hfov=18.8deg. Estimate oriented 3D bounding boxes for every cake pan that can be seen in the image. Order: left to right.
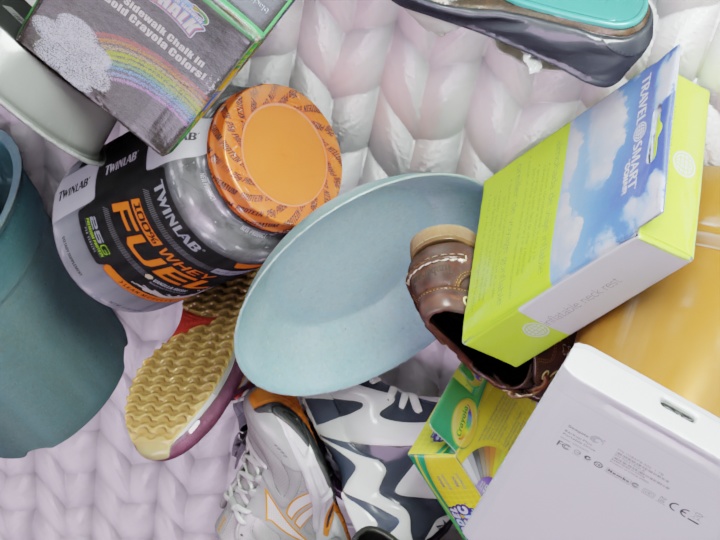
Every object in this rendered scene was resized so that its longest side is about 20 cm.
[{"bbox_3d":[-0.231,-0.149,1.419,0.200,0.037,0.200,43,-173,-6],"label":"cake pan"}]

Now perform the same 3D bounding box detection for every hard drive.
[{"bbox_3d":[0.146,0.131,1.243,0.132,0.027,0.200,29,143,4],"label":"hard drive"}]

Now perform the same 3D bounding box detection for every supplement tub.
[{"bbox_3d":[-0.109,-0.050,1.461,0.123,0.123,0.200,46,142,-17],"label":"supplement tub"}]

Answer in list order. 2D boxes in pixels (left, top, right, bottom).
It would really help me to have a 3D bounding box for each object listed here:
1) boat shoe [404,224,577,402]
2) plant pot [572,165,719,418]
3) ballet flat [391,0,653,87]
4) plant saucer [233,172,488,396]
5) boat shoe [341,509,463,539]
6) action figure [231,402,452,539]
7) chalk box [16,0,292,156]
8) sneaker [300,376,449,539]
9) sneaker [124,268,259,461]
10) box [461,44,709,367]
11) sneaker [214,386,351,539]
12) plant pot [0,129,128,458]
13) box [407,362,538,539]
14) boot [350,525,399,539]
[{"bbox_3d":[0.096,0.048,1.418,0.070,0.070,0.200,-31,135,26],"label":"boat shoe"},{"bbox_3d":[0.203,0.071,1.310,0.200,0.183,0.200,21,143,17],"label":"plant pot"},{"bbox_3d":[0.070,-0.155,1.249,0.200,0.073,0.073,22,143,12],"label":"ballet flat"},{"bbox_3d":[0.000,0.000,1.416,0.039,0.201,0.201,56,158,34],"label":"plant saucer"},{"bbox_3d":[0.021,0.246,1.751,0.200,0.069,0.072,7,137,31],"label":"boat shoe"},{"bbox_3d":[-0.021,0.149,1.679,0.200,0.069,0.130,37,151,1],"label":"action figure"},{"bbox_3d":[-0.097,-0.186,1.295,0.124,0.124,0.200,39,143,-6],"label":"chalk box"},{"bbox_3d":[0.029,0.097,1.579,0.079,0.129,0.199,71,176,-78],"label":"sneaker"},{"bbox_3d":[-0.102,0.075,1.538,0.075,0.200,0.090,-1,132,24],"label":"sneaker"},{"bbox_3d":[0.137,-0.035,1.283,0.048,0.122,0.200,24,147,-23],"label":"box"},{"bbox_3d":[-0.066,0.161,1.563,0.092,0.076,0.200,-20,136,-4],"label":"sneaker"},{"bbox_3d":[-0.289,0.029,1.647,0.200,0.200,0.196,1,141,36],"label":"plant pot"},{"bbox_3d":[0.105,0.138,1.522,0.048,0.117,0.200,-3,131,38],"label":"box"},{"bbox_3d":[0.041,0.264,1.558,0.200,0.068,0.131,38,144,-18],"label":"boot"}]
